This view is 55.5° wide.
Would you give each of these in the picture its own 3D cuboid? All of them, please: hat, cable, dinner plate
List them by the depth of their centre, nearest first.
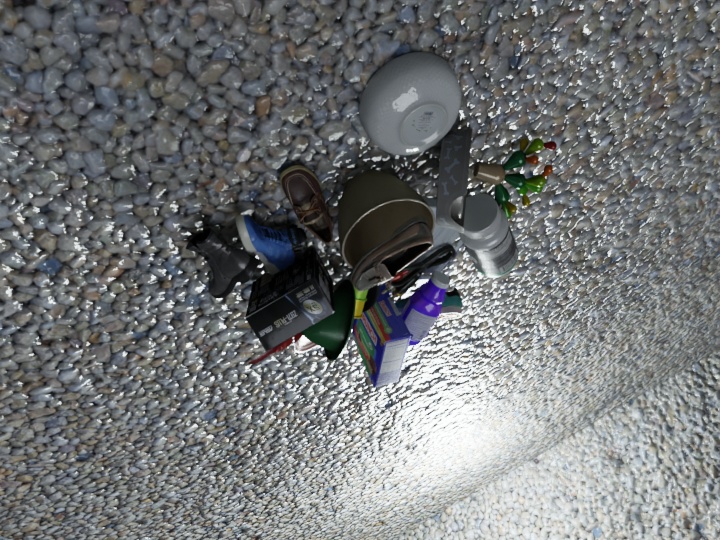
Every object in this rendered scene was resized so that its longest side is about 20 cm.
[{"bbox_3d":[-0.120,0.097,1.444,0.172,0.205,0.165,15,155,-20],"label":"hat"},{"bbox_3d":[0.127,-0.009,1.589,0.199,0.050,0.097,-41,138,0],"label":"cable"},{"bbox_3d":[-0.088,0.120,1.644,0.199,0.024,0.201,-39,162,-15],"label":"dinner plate"}]

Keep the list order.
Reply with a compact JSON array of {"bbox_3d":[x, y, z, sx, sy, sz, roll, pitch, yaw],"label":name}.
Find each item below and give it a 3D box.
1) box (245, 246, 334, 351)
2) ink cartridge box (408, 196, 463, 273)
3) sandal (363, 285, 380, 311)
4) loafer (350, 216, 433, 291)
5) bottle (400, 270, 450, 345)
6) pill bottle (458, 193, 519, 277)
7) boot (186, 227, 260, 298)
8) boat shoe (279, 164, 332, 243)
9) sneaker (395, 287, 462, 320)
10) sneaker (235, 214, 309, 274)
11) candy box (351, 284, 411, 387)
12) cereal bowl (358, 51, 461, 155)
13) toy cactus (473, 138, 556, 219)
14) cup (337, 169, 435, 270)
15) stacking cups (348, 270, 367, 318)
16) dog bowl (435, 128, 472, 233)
[{"bbox_3d":[-0.143,0.054,1.416,0.161,0.201,0.087,-29,109,5],"label":"box"},{"bbox_3d":[0.156,-0.077,1.575,0.197,0.044,0.198,5,134,-39],"label":"ink cartridge box"},{"bbox_3d":[0.016,0.004,1.554,0.042,0.075,0.204,-21,137,-50],"label":"sandal"},{"bbox_3d":[0.059,-0.020,1.326,0.199,0.064,0.071,-42,140,21],"label":"loafer"},{"bbox_3d":[0.153,0.091,1.662,0.082,0.066,0.202,18,124,-14],"label":"bottle"},{"bbox_3d":[0.282,-0.078,1.525,0.111,0.115,0.200,-29,144,7],"label":"pill bottle"},{"bbox_3d":[-0.291,-0.020,1.361,0.130,0.071,0.199,35,144,-20],"label":"boot"},{"bbox_3d":[-0.098,-0.123,1.343,0.071,0.073,0.201,-24,144,0],"label":"boat shoe"},{"bbox_3d":[0.163,0.083,1.759,0.194,0.082,0.072,-1,158,1],"label":"sneaker"},{"bbox_3d":[-0.167,-0.067,1.365,0.109,0.078,0.201,-22,148,6],"label":"sneaker"},{"bbox_3d":[0.046,0.160,1.690,0.075,0.171,0.203,-12,142,-19],"label":"candy box"},{"bbox_3d":[0.100,-0.289,1.250,0.195,0.084,0.202,-15,143,-12],"label":"cereal bowl"},{"bbox_3d":[0.326,-0.210,1.491,0.161,0.104,0.202,11,136,-13],"label":"toy cactus"},{"bbox_3d":[0.034,-0.116,1.369,0.195,0.145,0.203,-15,143,-12],"label":"cup"},{"bbox_3d":[0.000,0.000,1.511,0.059,0.060,0.205,5,104,-35],"label":"stacking cups"},{"bbox_3d":[0.185,-0.177,1.353,0.057,0.204,0.202,6,143,9],"label":"dog bowl"}]
